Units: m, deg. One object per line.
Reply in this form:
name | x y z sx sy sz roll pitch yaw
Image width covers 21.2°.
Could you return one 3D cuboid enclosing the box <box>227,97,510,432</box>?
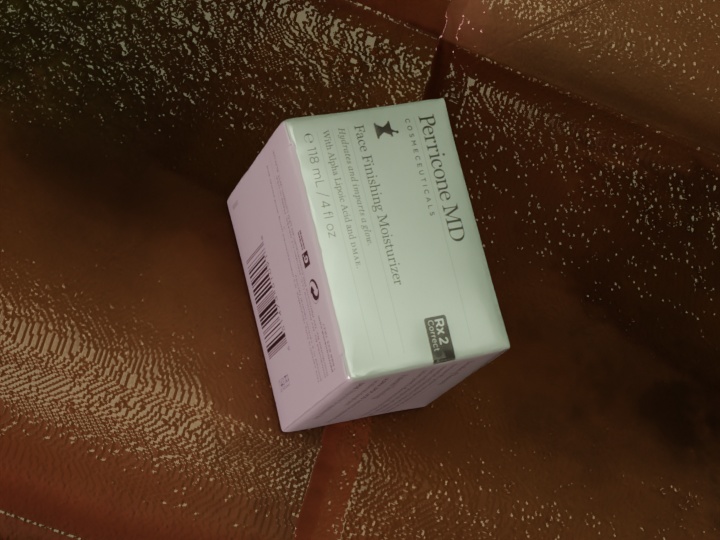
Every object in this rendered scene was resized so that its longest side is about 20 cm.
box | 0.000 0.000 1.457 0.130 0.200 0.200 -11 77 -20
